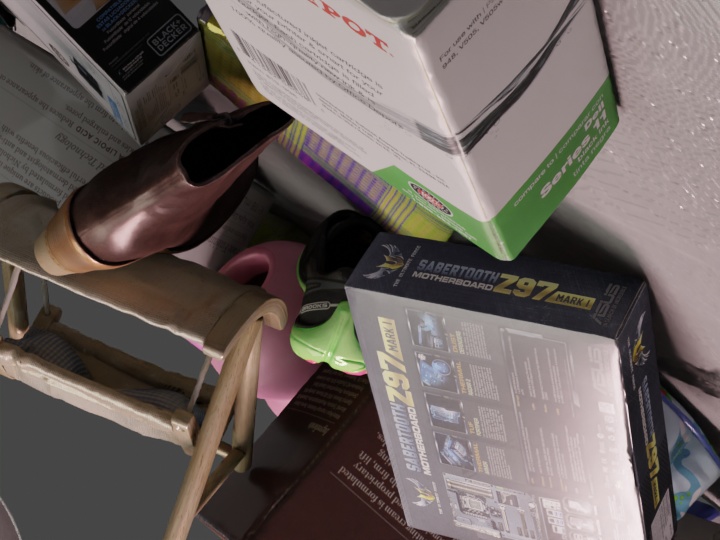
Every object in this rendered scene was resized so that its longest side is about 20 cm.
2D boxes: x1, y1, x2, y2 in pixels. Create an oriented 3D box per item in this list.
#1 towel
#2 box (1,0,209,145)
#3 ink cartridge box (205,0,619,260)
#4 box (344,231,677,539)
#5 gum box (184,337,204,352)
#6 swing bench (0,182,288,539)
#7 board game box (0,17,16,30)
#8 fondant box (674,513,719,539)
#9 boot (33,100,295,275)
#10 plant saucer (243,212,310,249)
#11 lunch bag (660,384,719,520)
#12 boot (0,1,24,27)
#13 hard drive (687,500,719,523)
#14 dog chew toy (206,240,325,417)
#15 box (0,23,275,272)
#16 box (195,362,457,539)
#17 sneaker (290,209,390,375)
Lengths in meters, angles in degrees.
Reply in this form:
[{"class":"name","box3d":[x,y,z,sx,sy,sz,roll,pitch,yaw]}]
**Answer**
[{"class":"towel","box3d":[-0.023,-0.083,1.154,0.200,0.023,0.144,39,170,1]},{"class":"box","box3d":[-0.182,-0.178,1.155,0.200,0.060,0.117,46,171,6]},{"class":"ink cartridge box","box3d":[0.010,-0.105,0.717,0.147,0.083,0.200,37,171,22]},{"class":"box","box3d":[0.086,0.078,1.051,0.157,0.051,0.200,10,135,26]},{"class":"gum box","box3d":[-0.148,0.011,1.658,0.113,0.066,0.200,35,169,19]},{"class":"swing bench","box3d":[-0.167,0.053,1.275,0.199,0.130,0.200,24,126,11]},{"class":"board game box","box3d":[-0.326,-0.138,1.459,0.028,0.200,0.135,15,125,17]},{"class":"fondant box","box3d":[0.181,0.245,1.212,0.144,0.200,0.058,16,140,7]},{"class":"boot","box3d":[-0.088,-0.060,1.152,0.166,0.200,0.072,-26,96,43]},{"class":"plant saucer","box3d":[-0.058,0.007,1.646,0.200,0.048,0.200,46,169,-31]},{"class":"lunch bag","box3d":[0.117,0.077,1.177,0.200,0.082,0.161,44,173,-15]},{"class":"boot","box3d":[-0.233,-0.203,1.345,0.174,0.069,0.200,40,177,-33]},{"class":"hard drive","box3d":[0.147,0.218,1.353,0.025,0.200,0.132,63,167,-8]},{"class":"dog chew toy","box3d":[-0.035,0.068,1.498,0.200,0.125,0.124,47,169,-35]},{"class":"box","box3d":[-0.204,-0.069,1.465,0.200,0.131,0.199,33,-178,21]},{"class":"box","box3d":[0.019,0.159,1.360,0.166,0.200,0.164,43,170,-13]},{"class":"sneaker","box3d":[0.000,0.000,1.255,0.077,0.084,0.200,19,-161,-8]}]
